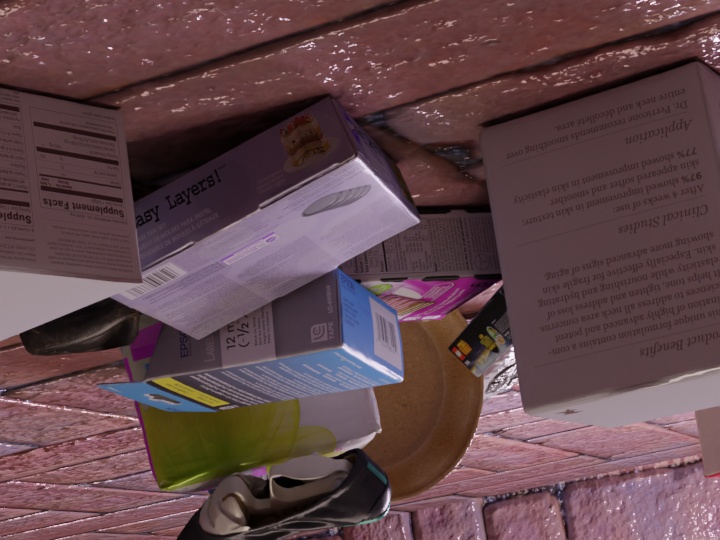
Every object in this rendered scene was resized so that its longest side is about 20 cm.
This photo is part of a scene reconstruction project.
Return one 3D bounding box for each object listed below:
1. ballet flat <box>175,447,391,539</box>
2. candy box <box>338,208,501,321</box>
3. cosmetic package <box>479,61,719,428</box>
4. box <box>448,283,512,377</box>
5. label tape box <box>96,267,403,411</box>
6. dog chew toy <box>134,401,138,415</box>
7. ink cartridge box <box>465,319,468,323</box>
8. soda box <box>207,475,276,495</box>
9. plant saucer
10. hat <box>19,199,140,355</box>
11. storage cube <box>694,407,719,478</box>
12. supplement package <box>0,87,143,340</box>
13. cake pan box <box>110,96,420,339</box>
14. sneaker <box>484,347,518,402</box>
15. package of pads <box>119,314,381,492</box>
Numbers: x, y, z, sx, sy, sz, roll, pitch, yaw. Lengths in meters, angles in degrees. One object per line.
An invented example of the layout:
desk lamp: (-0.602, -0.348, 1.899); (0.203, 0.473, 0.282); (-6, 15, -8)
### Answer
ballet flat: (-0.073, 0.188, 1.470); (0.198, 0.074, 0.073); (-16, 165, 14)
candy box: (0.000, 0.000, 1.434); (0.198, 0.062, 0.136); (-2, 164, -24)
cosmetic package: (0.199, -0.009, 1.226); (0.166, 0.202, 0.166); (-14, 165, 26)
box: (0.145, 0.006, 1.439); (0.137, 0.040, 0.200); (-46, 176, -17)
label tape box: (-0.083, 0.058, 1.369); (0.198, 0.067, 0.143); (-8, 164, 18)
dog chew toy: (-0.102, 0.117, 1.637); (0.198, 0.126, 0.125); (16, 162, -8)
ink cartridge box: (0.000, 0.098, 1.787); (0.145, 0.085, 0.199); (-20, 162, 40)
soda box: (-0.134, 0.167, 1.796); (0.063, 0.069, 0.200); (14, -167, -24)
plant saucer: (0.018, 0.106, 1.615); (0.198, 0.202, 0.035); (-2, 180, -27)
hat: (-0.201, 0.019, 1.304); (0.199, 0.082, 0.201); (-13, 161, -5)
storage cube: (0.507, 0.140, 2.096); (0.178, 0.173, 0.200); (-1, 165, -24)
supplement package: (-0.255, -0.023, 1.073); (0.199, 0.112, 0.155); (-19, 163, 39)
cake pan box: (-0.071, -0.027, 1.201); (0.199, 0.053, 0.184); (-28, 161, 10)
sneaker: (0.105, 0.096, 1.866); (0.200, 0.100, 0.078); (-46, 153, 25)
package of pads: (-0.092, 0.096, 1.516); (0.198, 0.156, 0.068); (-15, 172, -6)
